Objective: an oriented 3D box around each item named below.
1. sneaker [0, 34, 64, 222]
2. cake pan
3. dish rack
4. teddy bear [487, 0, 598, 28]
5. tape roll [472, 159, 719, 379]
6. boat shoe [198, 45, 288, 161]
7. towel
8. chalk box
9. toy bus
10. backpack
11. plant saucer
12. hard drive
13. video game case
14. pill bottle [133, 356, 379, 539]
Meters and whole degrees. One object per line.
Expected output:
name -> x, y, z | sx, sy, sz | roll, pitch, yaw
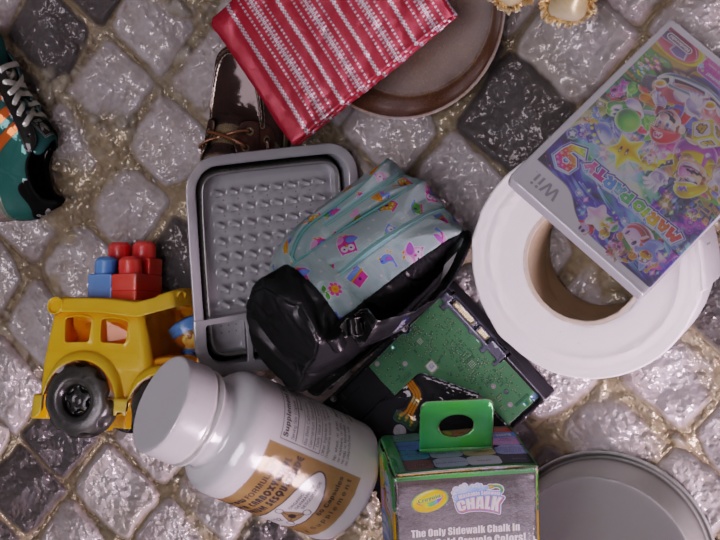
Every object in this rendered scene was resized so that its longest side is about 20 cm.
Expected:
sneaker -> -0.338, -0.148, 1.530 | 0.080, 0.071, 0.200 | -5, 104, 20
cake pan -> 0.218, 0.262, 1.391 | 0.200, 0.037, 0.200 | 5, 104, 22
dish rack -> -0.082, -0.013, 1.412 | 0.044, 0.172, 0.200 | 20, 115, 61
teddy bear -> 0.165, -0.299, 1.267 | 0.145, 0.067, 0.200 | -1, 97, 1
tape roll -> 0.200, -0.012, 1.322 | 0.202, 0.071, 0.203 | 5, 102, 23
boat shoe -> -0.111, -0.110, 1.434 | 0.072, 0.072, 0.200 | 3, 102, 23
towel -> -0.026, -0.221, 1.366 | 0.200, 0.022, 0.145 | -36, 83, 24
chalk box -> 0.083, 0.204, 1.327 | 0.124, 0.124, 0.200 | -2, 99, -5
toy bus -> -0.202, 0.067, 1.492 | 0.200, 0.136, 0.192 | 2, 86, 21
backpack -> 0.000, 0.000, 1.344 | 0.127, 0.200, 0.167 | 50, 157, 3
plant saucer -> 0.037, -0.234, 1.365 | 0.200, 0.034, 0.200 | 5, 102, 23
hard drive -> 0.062, 0.125, 1.429 | 0.140, 0.038, 0.200 | 47, 115, 8
video game case -> 0.238, -0.092, 1.248 | 0.143, 0.018, 0.200 | 43, 76, 12
pill bottle -> -0.092, 0.153, 1.365 | 0.200, 0.114, 0.114 | 27, 118, -29
